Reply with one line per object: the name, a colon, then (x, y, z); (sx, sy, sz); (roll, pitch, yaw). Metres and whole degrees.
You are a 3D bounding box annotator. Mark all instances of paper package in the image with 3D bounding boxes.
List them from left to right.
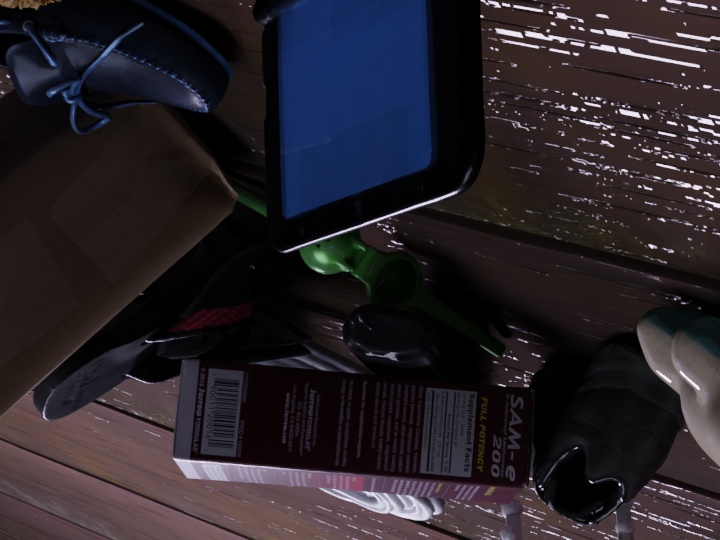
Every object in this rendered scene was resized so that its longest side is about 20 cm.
paper package: (-0.205, -0.015, 1.100); (0.190, 0.200, 0.104); (2, 131, 56)

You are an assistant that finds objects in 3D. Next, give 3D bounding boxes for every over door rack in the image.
over door rack: (0.164, 0.172, 1.187); (0.147, 0.067, 0.200); (-4, 166, 8)

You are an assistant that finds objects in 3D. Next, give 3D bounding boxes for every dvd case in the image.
dvd case: (-0.149, 0.040, 1.215); (0.199, 0.016, 0.149); (-6, -166, -23)

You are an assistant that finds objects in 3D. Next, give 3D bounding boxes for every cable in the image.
cable: (-0.023, 0.104, 1.324); (0.200, 0.069, 0.200); (22, 166, 27)

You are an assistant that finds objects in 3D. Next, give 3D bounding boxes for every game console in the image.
game console: (-0.038, -0.113, 0.768); (0.176, 0.117, 0.200); (36, 159, -17)

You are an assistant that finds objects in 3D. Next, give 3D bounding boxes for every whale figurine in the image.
whale figurine: (0.210, 0.059, 0.904); (0.159, 0.104, 0.200); (39, -177, -26)

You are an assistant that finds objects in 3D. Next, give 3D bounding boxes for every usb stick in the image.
usb stick: (0.035, 0.057, 1.150); (0.055, 0.033, 0.200); (7, 167, 15)

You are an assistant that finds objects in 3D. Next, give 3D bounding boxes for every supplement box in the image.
supplement box: (-0.004, 0.095, 1.115); (0.199, 0.061, 0.109); (5, 168, 0)

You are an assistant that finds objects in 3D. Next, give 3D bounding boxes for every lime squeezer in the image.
lime squeezer: (0.000, 0.000, 1.111); (0.200, 0.038, 0.071); (30, 161, -3)

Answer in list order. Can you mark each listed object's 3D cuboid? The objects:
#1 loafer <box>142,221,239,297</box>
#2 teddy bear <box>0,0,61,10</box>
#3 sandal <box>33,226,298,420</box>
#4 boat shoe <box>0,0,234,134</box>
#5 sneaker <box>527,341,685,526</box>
loafer: (-0.157, -0.011, 1.268); (0.200, 0.063, 0.072); (6, 151, 50)
teddy bear: (-0.200, -0.182, 0.898); (0.145, 0.067, 0.200); (29, 159, -2)
sandal: (-0.103, 0.038, 1.117); (0.045, 0.200, 0.075); (43, 141, 16)
boat shoe: (-0.158, -0.111, 1.013); (0.199, 0.069, 0.084); (18, 158, 30)
sneaker: (0.126, 0.104, 1.107); (0.076, 0.091, 0.200); (28, 162, -1)
